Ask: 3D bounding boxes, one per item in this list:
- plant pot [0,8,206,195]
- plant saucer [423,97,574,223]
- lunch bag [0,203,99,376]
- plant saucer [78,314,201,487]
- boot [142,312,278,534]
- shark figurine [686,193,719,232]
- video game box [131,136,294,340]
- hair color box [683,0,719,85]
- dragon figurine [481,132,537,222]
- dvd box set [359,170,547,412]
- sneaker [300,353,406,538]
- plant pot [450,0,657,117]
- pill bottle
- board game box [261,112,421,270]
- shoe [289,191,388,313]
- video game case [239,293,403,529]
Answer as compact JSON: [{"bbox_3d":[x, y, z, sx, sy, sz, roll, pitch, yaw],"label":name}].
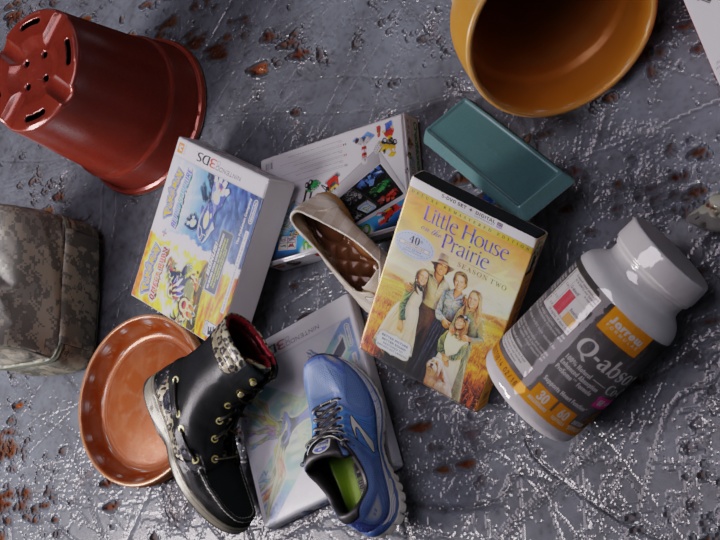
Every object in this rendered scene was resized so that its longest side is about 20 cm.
[{"bbox_3d":[-0.322,-0.211,1.834,0.199,0.195,0.203,-9,74,33],"label":"plant pot"},{"bbox_3d":[0.134,-0.116,1.545,0.070,0.019,0.200,-39,41,-4],"label":"plant saucer"},{"bbox_3d":[-0.419,0.019,1.863,0.138,0.167,0.202,-7,74,34],"label":"lunch bag"},{"bbox_3d":[-0.249,0.153,1.792,0.199,0.032,0.203,-10,72,33],"label":"plant saucer"},{"bbox_3d":[-0.142,0.163,1.648,0.154,0.073,0.205,-42,68,30],"label":"boot"},{"bbox_3d":[0.380,-0.024,1.340,0.127,0.215,0.090,-20,106,0],"label":"shark figurine"},{"bbox_3d":[-0.172,-0.034,1.749,0.182,0.047,0.202,26,101,47],"label":"video game box"},{"bbox_3d":[0.361,-0.271,1.438,0.110,0.064,0.202,-29,64,26],"label":"hair color box"},{"bbox_3d":[0.121,-0.047,1.557,0.099,0.059,0.203,1,80,36],"label":"dragon figurine"},{"bbox_3d":[0.088,0.021,1.514,0.145,0.029,0.202,28,118,20],"label":"dvd box set"},{"bbox_3d":[-0.018,0.171,1.556,0.078,0.089,0.202,-33,60,23],"label":"sneaker"},{"bbox_3d":[0.165,-0.286,1.517,0.200,0.199,0.184,-45,42,18],"label":"plant pot"},{"bbox_3d":[0.220,0.054,1.425,0.200,0.116,0.117,-47,56,17],"label":"pill bottle"},{"bbox_3d":[-0.021,-0.084,1.684,0.198,0.034,0.128,-15,71,33],"label":"board game box"},{"bbox_3d":[0.000,0.000,1.611,0.200,0.053,0.070,47,118,16],"label":"shoe"},{"bbox_3d":[-0.054,0.153,1.656,0.181,0.022,0.202,-29,63,27],"label":"video game case"}]
